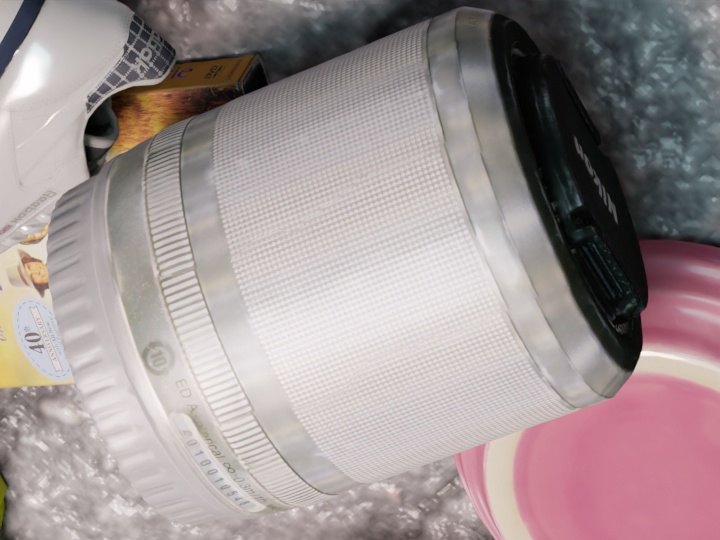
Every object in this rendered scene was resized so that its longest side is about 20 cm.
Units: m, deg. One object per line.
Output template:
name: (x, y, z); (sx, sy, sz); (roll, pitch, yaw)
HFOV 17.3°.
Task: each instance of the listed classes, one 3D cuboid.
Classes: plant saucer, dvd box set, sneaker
plant saucer: (0.131, 0.084, 1.013); (0.200, 0.051, 0.201); (9, 123, 15)
dvd box set: (-0.120, -0.017, 1.054); (0.200, 0.029, 0.146); (-3, 119, 22)
sneaker: (-0.153, -0.040, 0.993); (0.080, 0.076, 0.200); (25, 131, -17)

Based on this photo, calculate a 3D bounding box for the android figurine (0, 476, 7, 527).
android figurine: (-0.259, 0.110, 1.161); (0.200, 0.041, 0.182); (41, 118, -16)

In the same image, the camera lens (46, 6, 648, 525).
camera lens: (0.000, 0.000, 0.921); (0.200, 0.160, 0.160); (-21, 112, 14)
